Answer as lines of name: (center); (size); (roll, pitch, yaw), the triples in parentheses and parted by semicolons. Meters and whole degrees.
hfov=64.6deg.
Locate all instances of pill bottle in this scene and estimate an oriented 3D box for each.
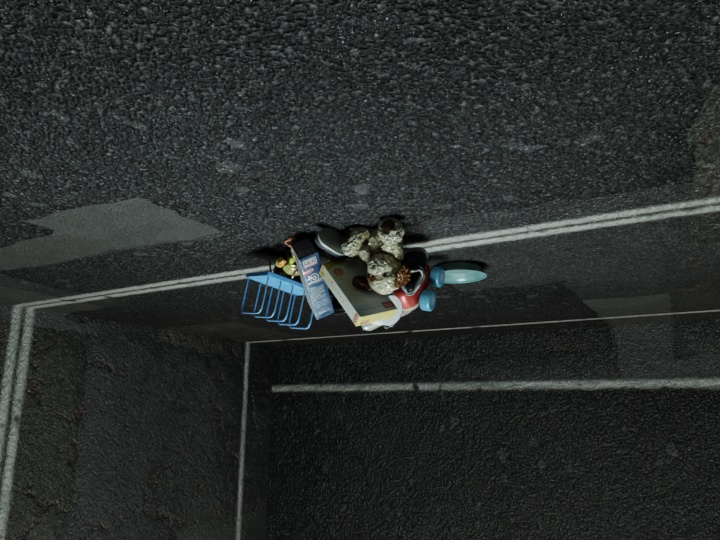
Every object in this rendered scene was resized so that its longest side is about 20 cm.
pill bottle: (0.039, 0.095, 1.678); (0.109, 0.117, 0.198); (8, -174, -29)

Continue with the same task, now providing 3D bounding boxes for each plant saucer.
plant saucer: (0.326, 0.005, 1.912); (0.191, 0.037, 0.200); (0, 166, 0)

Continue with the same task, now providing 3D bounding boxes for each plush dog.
plush dog: (0.060, -0.025, 1.492); (0.195, 0.179, 0.158); (-11, 163, 37)

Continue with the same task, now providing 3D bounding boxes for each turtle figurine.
turtle figurine: (-0.184, -0.014, 1.676); (0.156, 0.066, 0.201); (14, 141, -18)

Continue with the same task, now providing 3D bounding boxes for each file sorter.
file sorter: (-0.248, 0.094, 1.737); (0.196, 0.127, 0.136); (23, 163, -38)

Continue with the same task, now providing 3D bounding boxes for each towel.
towel: (-0.137, -0.035, 1.794); (0.185, 0.036, 0.200); (5, 168, -5)

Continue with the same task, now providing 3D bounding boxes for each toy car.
toy car: (0.139, 0.000, 1.734); (0.179, 0.180, 0.203); (8, 144, 30)

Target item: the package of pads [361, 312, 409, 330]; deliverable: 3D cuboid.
package of pads: (0.073, 0.098, 1.904); (0.194, 0.159, 0.068); (-22, 172, 0)

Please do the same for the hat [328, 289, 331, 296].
hat: (-0.067, 0.069, 2.101); (0.192, 0.084, 0.201); (-8, 169, -1)

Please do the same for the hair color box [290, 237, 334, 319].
hair color box: (-0.135, 0.023, 1.610); (0.059, 0.205, 0.100); (-21, -146, -11)

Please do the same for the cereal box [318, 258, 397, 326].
cereal box: (-0.007, 0.054, 1.530); (0.140, 0.202, 0.040); (-6, 139, -41)

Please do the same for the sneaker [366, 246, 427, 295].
sneaker: (0.092, 0.016, 1.578); (0.197, 0.148, 0.078); (-21, 119, 20)

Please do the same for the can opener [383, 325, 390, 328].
can opener: (0.133, 0.101, 1.844); (0.053, 0.201, 0.067); (36, 159, 9)

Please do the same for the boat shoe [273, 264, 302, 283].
boat shoe: (-0.177, 0.015, 1.795); (0.192, 0.079, 0.072); (14, 172, 1)

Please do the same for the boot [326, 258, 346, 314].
boot: (-0.042, 0.044, 1.632); (0.077, 0.165, 0.209); (-1, 177, -27)

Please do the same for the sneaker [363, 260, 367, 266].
sneaker: (0.042, -0.024, 1.704); (0.071, 0.086, 0.200); (0, 165, 8)

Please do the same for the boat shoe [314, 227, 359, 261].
boat shoe: (-0.065, -0.068, 1.555); (0.060, 0.078, 0.197); (-21, 166, 31)
